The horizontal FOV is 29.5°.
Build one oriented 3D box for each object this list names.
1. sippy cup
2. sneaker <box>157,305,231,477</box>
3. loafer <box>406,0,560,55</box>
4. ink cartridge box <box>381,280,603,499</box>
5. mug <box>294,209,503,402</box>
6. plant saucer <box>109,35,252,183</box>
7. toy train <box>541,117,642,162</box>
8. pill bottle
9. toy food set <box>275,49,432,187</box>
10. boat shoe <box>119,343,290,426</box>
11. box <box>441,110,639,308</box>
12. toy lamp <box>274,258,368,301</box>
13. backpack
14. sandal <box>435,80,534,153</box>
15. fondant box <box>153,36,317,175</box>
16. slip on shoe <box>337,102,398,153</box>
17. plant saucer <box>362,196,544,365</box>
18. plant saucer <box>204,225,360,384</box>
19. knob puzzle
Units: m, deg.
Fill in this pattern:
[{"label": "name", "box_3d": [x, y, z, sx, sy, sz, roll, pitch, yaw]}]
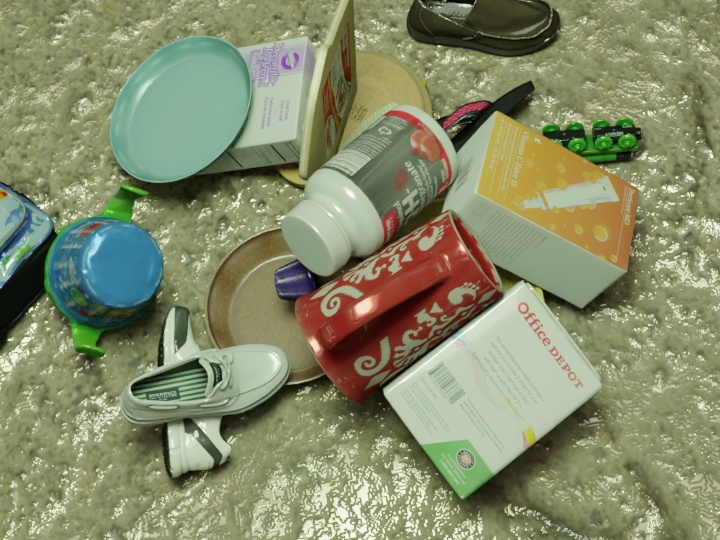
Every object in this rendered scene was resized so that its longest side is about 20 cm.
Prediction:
[{"label": "sippy cup", "box_3d": [-0.287, -0.001, 1.571, 0.138, 0.130, 0.180, -20, 94, -22]}, {"label": "sneaker", "box_3d": [-0.192, 0.137, 1.571, 0.079, 0.074, 0.202, -3, 69, -12]}, {"label": "loafer", "box_3d": [0.155, -0.322, 1.736, 0.197, 0.072, 0.074, 1, 66, 6]}, {"label": "ink cartridge box", "box_3d": [0.143, 0.128, 1.494, 0.199, 0.088, 0.146, -38, 88, -2]}, {"label": "mug", "box_3d": [0.046, 0.042, 1.461, 0.199, 0.178, 0.134, -34, 108, 13]}, {"label": "plant saucer", "box_3d": [-0.214, -0.192, 1.662, 0.198, 0.027, 0.203, -11, 63, 22]}, {"label": "toy train", "box_3d": [0.243, -0.149, 1.659, 0.197, 0.057, 0.042, -4, 50, 4]}, {"label": "pill bottle", "box_3d": [0.008, -0.086, 1.513, 0.110, 0.111, 0.200, 38, 62, 19]}, {"label": "toy food set", "box_3d": [-0.003, -0.184, 1.701, 0.195, 0.049, 0.202, 11, 67, 10]}, {"label": "boat shoe", "box_3d": [-0.166, 0.125, 1.505, 0.198, 0.067, 0.074, -19, 74, -20]}, {"label": "box", "box_3d": [0.203, -0.067, 1.550, 0.198, 0.098, 0.125, 26, 54, -13]}, {"label": "toy lamp", "box_3d": [0.000, 0.000, 1.564, 0.197, 0.058, 0.059, -8, 65, 8]}, {"label": "backpack", "box_3d": [-0.476, -0.037, 1.623, 0.199, 0.147, 0.184, 30, 69, 21]}, {"label": "sandal", "box_3d": [0.131, -0.185, 1.665, 0.200, 0.075, 0.045, -40, 102, -26]}, {"label": "fondant box", "box_3d": [-0.148, -0.200, 1.684, 0.198, 0.058, 0.146, -5, 64, 22]}, {"label": "slip on shoe", "box_3d": [0.002, -0.111, 1.615, 0.061, 0.074, 0.202, 34, 66, -23]}, {"label": "plant saucer", "box_3d": [0.107, 0.014, 1.603, 0.197, 0.049, 0.202, -10, 65, 0]}, {"label": "plant saucer", "box_3d": [-0.084, 0.044, 1.612, 0.198, 0.037, 0.203, -2, 66, 5]}, {"label": "knob puzzle", "box_3d": [-0.046, -0.191, 1.572, 0.030, 0.220, 0.222, 12, 67, 9]}]
